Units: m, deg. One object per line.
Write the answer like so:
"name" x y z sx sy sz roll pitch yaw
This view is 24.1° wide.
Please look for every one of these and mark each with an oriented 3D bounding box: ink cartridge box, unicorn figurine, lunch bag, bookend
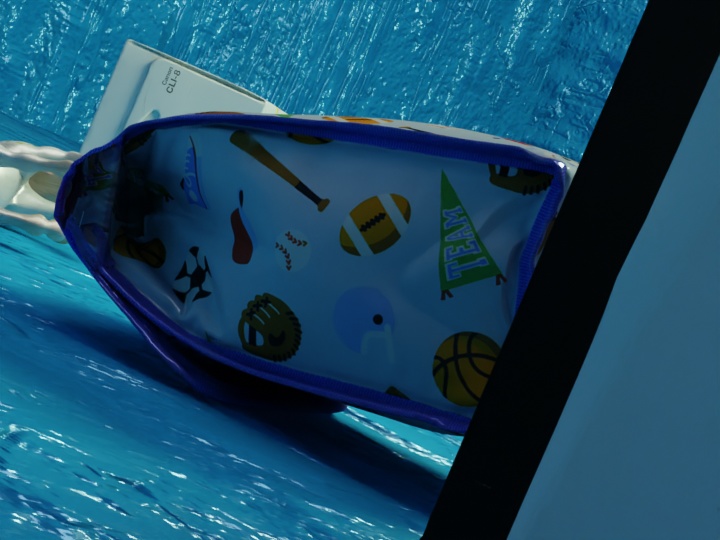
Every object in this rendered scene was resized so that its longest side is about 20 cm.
"ink cartridge box" -0.164 -0.113 1.579 0.144 0.146 0.200 23 3 5
"unicorn figurine" -0.199 -0.056 0.887 0.136 0.074 0.200 14 -14 10
"lunch bag" 0.000 0.000 0.675 0.198 0.125 0.170 13 0 21
"bookend" 0.146 0.031 0.466 0.197 0.201 0.092 23 2 14

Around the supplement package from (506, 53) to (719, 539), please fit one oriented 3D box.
"supplement package" 0.148 0.042 0.291 0.146 0.193 0.200 23 2 -22
